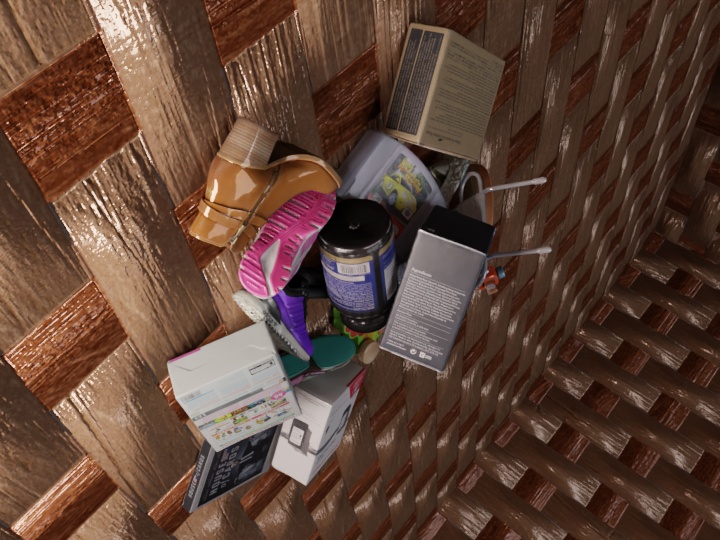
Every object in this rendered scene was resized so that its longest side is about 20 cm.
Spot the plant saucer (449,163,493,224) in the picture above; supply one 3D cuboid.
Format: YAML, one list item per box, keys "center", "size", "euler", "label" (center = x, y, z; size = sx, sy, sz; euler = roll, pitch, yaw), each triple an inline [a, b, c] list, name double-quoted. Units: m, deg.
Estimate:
- center: [0.201, -0.100, 1.403]
  size: [0.032, 0.201, 0.201]
  euler: [3, 128, -11]
  label: "plant saucer"

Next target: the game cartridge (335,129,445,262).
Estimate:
- center: [0.049, -0.118, 1.156]
  size: [0.200, 0.041, 0.134]
  euler: [42, 77, -38]
  label: "game cartridge"

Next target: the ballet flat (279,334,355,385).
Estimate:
- center: [-0.097, 0.162, 1.284]
  size: [0.199, 0.069, 0.071]
  euler: [-18, 160, -43]
  label: "ballet flat"

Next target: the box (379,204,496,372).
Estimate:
- center: [0.120, 0.023, 1.140]
  size: [0.148, 0.106, 0.201]
  euler: [-51, 159, -65]
  label: "box"

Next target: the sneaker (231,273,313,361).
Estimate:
- center: [-0.104, 0.058, 1.115]
  size: [0.100, 0.069, 0.200]
  euler: [-56, 145, -18]
  label: "sneaker"

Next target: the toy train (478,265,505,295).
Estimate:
- center: [0.173, 0.038, 1.363]
  size: [0.199, 0.056, 0.150]
  euler: [-20, 161, 4]
  label: "toy train"

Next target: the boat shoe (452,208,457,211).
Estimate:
- center: [0.133, -0.049, 1.297]
  size: [0.200, 0.071, 0.077]
  euler: [-56, 164, -51]
  label: "boat shoe"

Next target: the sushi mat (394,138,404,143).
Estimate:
- center: [0.122, -0.279, 1.215]
  size: [0.200, 0.012, 0.096]
  euler: [-39, 148, -33]
  label: "sushi mat"

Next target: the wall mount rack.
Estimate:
- center: [0.224, -0.072, 1.221]
  size: [0.074, 0.174, 0.202]
  euler: [7, 73, -27]
  label: "wall mount rack"

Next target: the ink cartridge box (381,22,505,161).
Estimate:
- center: [0.130, -0.265, 1.132]
  size: [0.200, 0.075, 0.166]
  euler: [1, 109, -57]
  label: "ink cartridge box"

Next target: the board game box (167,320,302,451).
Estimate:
- center: [-0.177, 0.174, 1.088]
  size: [0.147, 0.064, 0.201]
  euler: [-22, 145, -8]
  label: "board game box"

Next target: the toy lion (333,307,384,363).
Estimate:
- center: [0.026, 0.062, 1.391]
  size: [0.200, 0.068, 0.193]
  euler: [-37, 141, -36]
  label: "toy lion"

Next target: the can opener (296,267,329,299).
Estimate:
- center: [-0.042, 0.012, 1.228]
  size: [0.199, 0.067, 0.054]
  euler: [1, 121, -45]
  label: "can opener"

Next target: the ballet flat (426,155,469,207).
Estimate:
- center: [0.129, -0.140, 1.282]
  size: [0.072, 0.071, 0.201]
  euler: [79, 33, -56]
  label: "ballet flat"

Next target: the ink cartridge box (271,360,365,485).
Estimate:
- center: [-0.078, 0.272, 1.384]
  size: [0.145, 0.083, 0.201]
  euler: [-39, 151, -57]
  label: "ink cartridge box"

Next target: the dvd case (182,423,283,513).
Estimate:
- center: [-0.213, 0.323, 1.301]
  size: [0.200, 0.025, 0.151]
  euler: [-16, 132, -55]
  label: "dvd case"

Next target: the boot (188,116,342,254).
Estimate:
- center: [-0.119, -0.089, 0.937]
  size: [0.199, 0.074, 0.156]
  euler: [21, 96, -49]
  label: "boot"

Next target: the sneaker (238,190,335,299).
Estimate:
- center: [-0.105, -0.045, 1.019]
  size: [0.201, 0.081, 0.088]
  euler: [-57, -177, -21]
  label: "sneaker"

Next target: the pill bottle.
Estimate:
- center: [0.000, 0.000, 1.116]
  size: [0.112, 0.112, 0.201]
  euler: [-42, 146, -28]
  label: "pill bottle"

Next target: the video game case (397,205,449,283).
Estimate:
- center: [0.105, -0.071, 1.343]
  size: [0.200, 0.023, 0.184]
  euler: [-6, 105, -58]
  label: "video game case"
